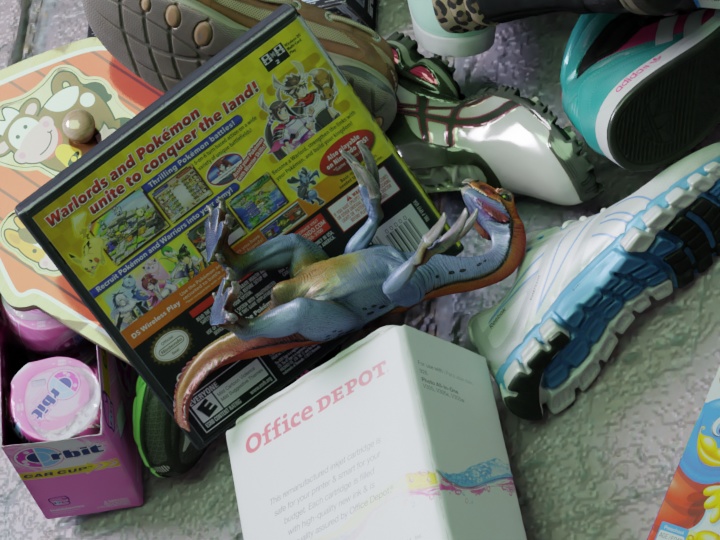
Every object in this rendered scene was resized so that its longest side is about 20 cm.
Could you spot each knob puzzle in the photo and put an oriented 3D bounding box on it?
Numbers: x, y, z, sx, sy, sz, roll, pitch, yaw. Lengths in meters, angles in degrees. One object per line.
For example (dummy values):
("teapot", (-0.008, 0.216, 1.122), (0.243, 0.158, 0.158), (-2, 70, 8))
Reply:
("knob puzzle", (-0.155, -0.061, 1.512), (0.219, 0.030, 0.221), (-1, 74, 3))

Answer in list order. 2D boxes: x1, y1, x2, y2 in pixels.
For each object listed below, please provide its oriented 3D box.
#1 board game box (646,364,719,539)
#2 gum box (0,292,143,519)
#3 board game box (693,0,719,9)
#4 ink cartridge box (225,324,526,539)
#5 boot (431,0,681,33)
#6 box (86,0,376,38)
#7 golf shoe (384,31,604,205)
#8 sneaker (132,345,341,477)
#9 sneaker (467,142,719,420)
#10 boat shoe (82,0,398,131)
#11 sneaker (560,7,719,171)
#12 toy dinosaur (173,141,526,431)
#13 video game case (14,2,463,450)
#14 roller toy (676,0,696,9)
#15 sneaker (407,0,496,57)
("board game box", (0.244, 0.093, 1.330), (0.103, 0.105, 0.201), (16, 75, 33))
("gum box", (-0.184, 0.039, 1.570), (0.066, 0.114, 0.201), (-9, 61, 4))
("board game box", (0.309, -0.205, 1.373), (0.200, 0.056, 0.196), (-31, 23, -25))
("ink cartridge box", (0.013, 0.153, 1.414), (0.145, 0.087, 0.201), (-32, 56, 30))
("boot", (0.120, -0.223, 1.412), (0.150, 0.073, 0.201), (-8, 63, 38))
("box", (-0.086, -0.216, 1.689), (0.199, 0.050, 0.158), (-11, 62, 23))
("golf shoe", (0.062, -0.070, 1.519), (0.088, 0.077, 0.200), (-47, 44, -15))
("sneaker", (-0.063, 0.049, 1.533), (0.200, 0.077, 0.084), (-50, 50, 0))
("sneaker", (0.138, -0.011, 1.459), (0.200, 0.075, 0.087), (-43, 49, 3))
("boat shoe", (-0.070, -0.139, 1.506), (0.076, 0.199, 0.072), (122, 168, -45))
("sneaker", (0.198, -0.133, 1.483), (0.200, 0.084, 0.121), (-30, 30, -16))
("toy dinosaur", (0.000, 0.000, 1.448), (0.105, 0.181, 0.200), (-105, 31, -41))
("video game case", (-0.069, -0.025, 1.461), (0.200, 0.181, 0.026), (-37, 18, -3))
("roller toy", (0.185, -0.267, 1.513), (0.182, 0.140, 0.201), (7, 70, 30))
("sneaker", (0.049, -0.233, 1.561), (0.073, 0.119, 0.201), (-6, 37, -12))
